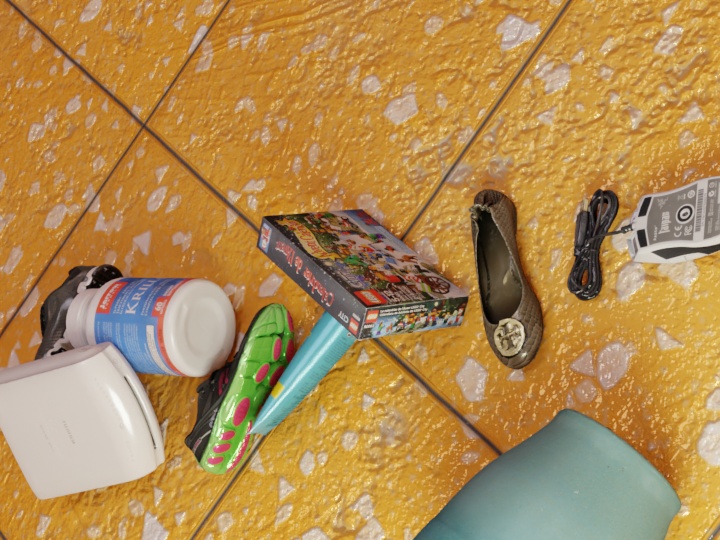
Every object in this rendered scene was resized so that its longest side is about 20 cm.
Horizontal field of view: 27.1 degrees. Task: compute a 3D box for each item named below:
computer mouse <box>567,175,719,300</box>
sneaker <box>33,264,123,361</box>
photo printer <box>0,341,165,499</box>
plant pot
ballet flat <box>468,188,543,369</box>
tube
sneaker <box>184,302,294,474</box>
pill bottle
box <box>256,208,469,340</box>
[{"bbox_3d":[0.286,-0.036,1.403,0.198,0.044,0.111,-10,59,42],"label":"computer mouse"},{"bbox_3d":[-0.372,0.079,1.875,0.090,0.066,0.202,15,76,45],"label":"sneaker"},{"bbox_3d":[-0.324,0.175,1.732,0.198,0.069,0.168,-15,104,33],"label":"photo printer"},{"bbox_3d":[0.169,0.231,1.281,0.188,0.200,0.199,-49,46,-12],"label":"plant pot"},{"bbox_3d":[0.140,0.004,1.499,0.067,0.046,0.202,-24,56,30],"label":"ballet flat"},{"bbox_3d":[-0.051,0.099,1.602,0.050,0.077,0.201,38,93,18],"label":"tube"},{"bbox_3d":[-0.140,0.123,1.653,0.083,0.077,0.202,24,84,39],"label":"sneaker"},{"bbox_3d":[-0.251,0.064,1.746,0.198,0.112,0.114,0,69,38],"label":"pill bottle"},{"bbox_3d":[0.000,0.000,1.554,0.200,0.135,0.038,40,124,43],"label":"box"}]
